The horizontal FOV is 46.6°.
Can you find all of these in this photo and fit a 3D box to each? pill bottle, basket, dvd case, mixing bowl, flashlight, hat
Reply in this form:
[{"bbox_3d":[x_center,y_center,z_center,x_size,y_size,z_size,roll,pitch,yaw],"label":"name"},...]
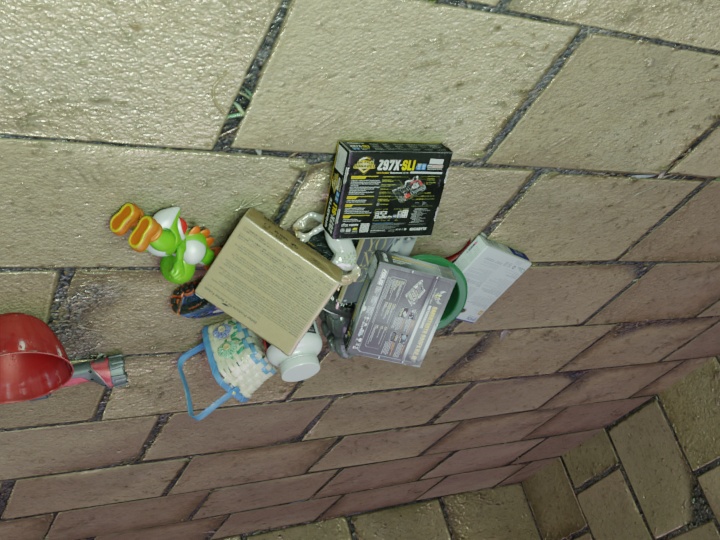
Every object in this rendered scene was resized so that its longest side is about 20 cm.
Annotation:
[{"bbox_3d":[-0.140,0.107,1.619,0.111,0.202,0.113,-14,153,-7],"label":"pill bottle"},{"bbox_3d":[-0.286,0.194,1.732,0.199,0.177,0.139,-37,135,7],"label":"basket"},{"bbox_3d":[0.043,-0.031,1.561,0.147,0.016,0.202,-5,123,-46],"label":"dvd case"},{"bbox_3d":[-0.621,0.146,1.492,0.197,0.110,0.201,-15,153,-7],"label":"mixing bowl"},{"bbox_3d":[-0.578,0.223,1.707,0.197,0.069,0.068,-13,155,-14],"label":"flashlight"},{"bbox_3d":[0.122,0.011,1.672,0.197,0.177,0.167,19,114,-17],"label":"hat"}]

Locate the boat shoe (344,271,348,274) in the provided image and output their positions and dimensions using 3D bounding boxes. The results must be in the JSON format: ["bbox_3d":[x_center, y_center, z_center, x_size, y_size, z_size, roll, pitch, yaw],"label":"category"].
[{"bbox_3d":[0.001,-0.003,1.656,0.201,0.060,0.073,0,118,-63],"label":"boat shoe"}]

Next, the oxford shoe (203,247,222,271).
[{"bbox_3d":[-0.197,0.023,1.515,0.198,0.072,0.073,30,170,-7],"label":"oxford shoe"}]

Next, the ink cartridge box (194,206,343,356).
[{"bbox_3d":[-0.153,0.019,1.423,0.199,0.075,0.166,35,107,-9],"label":"ink cartridge box"}]

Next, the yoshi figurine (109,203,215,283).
[{"bbox_3d":[-0.321,-0.030,1.374,0.110,0.114,0.199,-12,159,25],"label":"yoshi figurine"}]

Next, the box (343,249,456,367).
[{"bbox_3d":[0.071,0.074,1.566,0.156,0.049,0.202,12,116,-17],"label":"box"}]

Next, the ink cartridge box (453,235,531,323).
[{"bbox_3d":[0.256,0.023,1.846,0.200,0.044,0.195,-47,144,21],"label":"ink cartridge box"}]

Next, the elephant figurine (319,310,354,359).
[{"bbox_3d":[0.017,0.094,1.800,0.197,0.144,0.155,-18,-165,-17],"label":"elephant figurine"}]

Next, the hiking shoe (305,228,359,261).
[{"bbox_3d":[-0.092,-0.032,1.553,0.196,0.076,0.087,-2,158,-10],"label":"hiking shoe"}]

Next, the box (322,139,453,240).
[{"bbox_3d":[0.045,-0.134,1.396,0.197,0.049,0.162,-4,121,-27],"label":"box"}]

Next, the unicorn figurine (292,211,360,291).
[{"bbox_3d":[-0.047,-0.065,1.473,0.135,0.074,0.203,-16,118,-7],"label":"unicorn figurine"}]

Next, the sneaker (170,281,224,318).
[{"bbox_3d":[-0.258,0.045,1.591,0.197,0.077,0.079,-11,162,2],"label":"sneaker"}]

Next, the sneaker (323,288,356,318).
[{"bbox_3d":[0.000,0.070,1.653,0.198,0.072,0.099,21,179,-23],"label":"sneaker"}]
